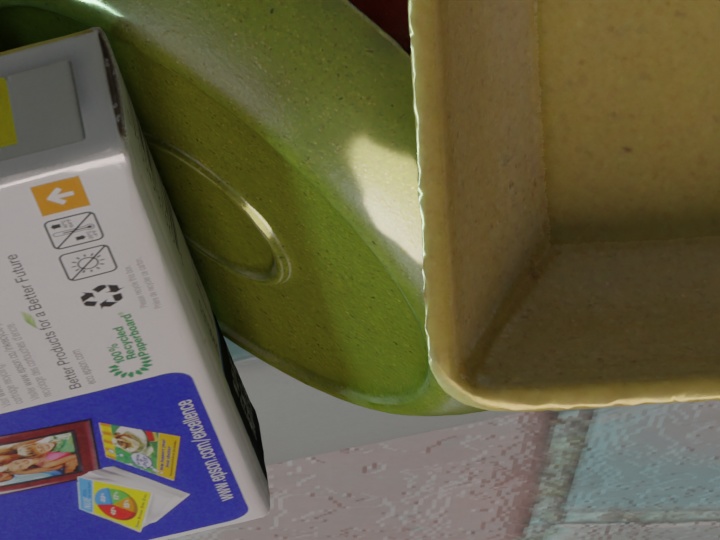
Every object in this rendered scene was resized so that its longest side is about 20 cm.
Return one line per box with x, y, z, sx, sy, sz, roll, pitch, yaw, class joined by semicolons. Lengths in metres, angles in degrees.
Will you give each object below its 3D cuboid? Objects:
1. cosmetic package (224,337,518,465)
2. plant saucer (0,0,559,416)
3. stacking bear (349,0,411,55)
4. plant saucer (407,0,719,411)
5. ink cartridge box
0.000;0.000;0.886;0.200;0.090;0.107;-17;157;27;cosmetic package
-0.032;-0.025;0.735;0.200;0.031;0.200;34;161;13;plant saucer
0.087;-0.064;0.709;0.200;0.122;0.114;13;168;-12;stacking bear
0.109;-0.075;0.626;0.199;0.200;0.048;-3;-165;2;plant saucer
-0.137;0.030;0.743;0.200;0.047;0.198;-12;151;2;ink cartridge box
